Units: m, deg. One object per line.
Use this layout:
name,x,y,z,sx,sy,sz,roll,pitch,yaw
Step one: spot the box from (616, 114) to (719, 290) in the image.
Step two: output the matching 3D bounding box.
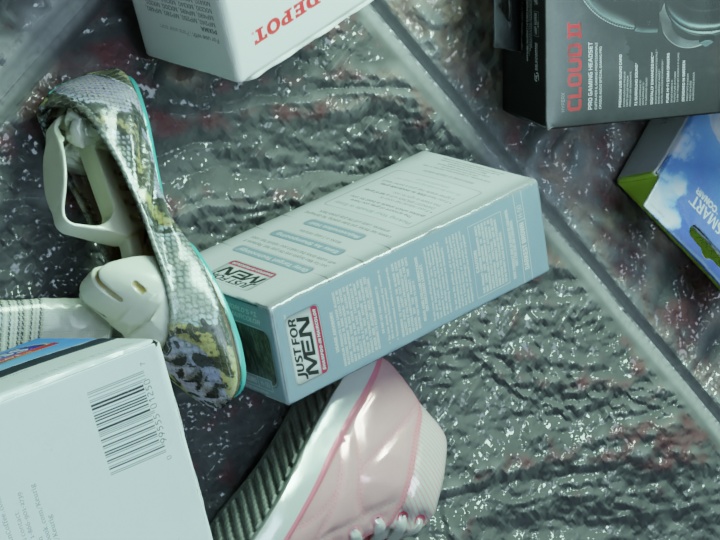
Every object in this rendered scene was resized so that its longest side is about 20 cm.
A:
box,0.252,-0.082,1.594,0.122,0.048,0.200,43,64,-24

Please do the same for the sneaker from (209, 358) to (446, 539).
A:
sneaker,-0.017,0.143,1.370,0.105,0.075,0.200,44,59,-19

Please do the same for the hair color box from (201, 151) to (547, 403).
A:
hair color box,0.000,0.000,1.364,0.200,0.099,0.061,-25,117,-34

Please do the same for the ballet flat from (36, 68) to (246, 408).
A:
ballet flat,-0.127,-0.013,1.289,0.072,0.072,0.201,-12,72,-35

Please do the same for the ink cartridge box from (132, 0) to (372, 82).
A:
ink cartridge box,-0.065,-0.226,1.317,0.145,0.084,0.201,-37,129,-35

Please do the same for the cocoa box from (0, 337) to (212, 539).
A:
cocoa box,-0.160,0.146,1.203,0.133,0.131,0.201,-21,101,-33

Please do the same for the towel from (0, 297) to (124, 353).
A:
towel,-0.193,0.111,1.273,0.199,0.034,0.193,1,85,-36

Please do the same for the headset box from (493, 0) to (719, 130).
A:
headset box,0.172,-0.171,1.483,0.199,0.077,0.149,-6,105,-19
